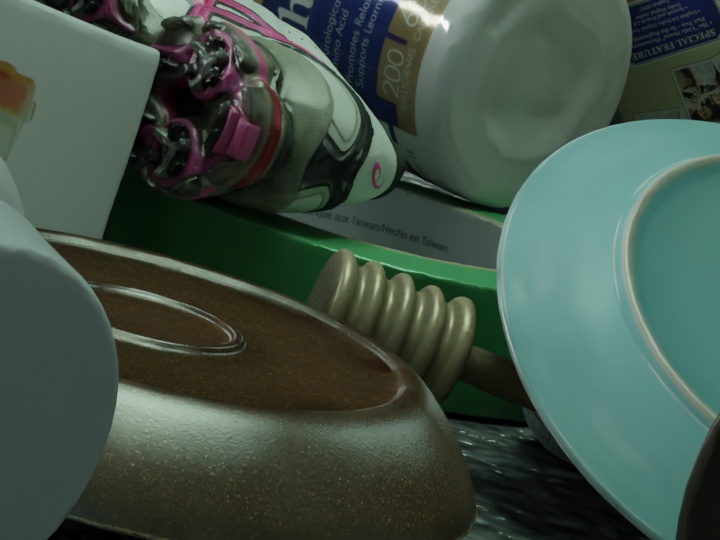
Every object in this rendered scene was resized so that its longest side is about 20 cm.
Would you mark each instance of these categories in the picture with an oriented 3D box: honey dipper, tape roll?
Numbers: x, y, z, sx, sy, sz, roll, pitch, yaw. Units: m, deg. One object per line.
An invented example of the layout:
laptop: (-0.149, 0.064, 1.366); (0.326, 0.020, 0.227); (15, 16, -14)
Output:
honey dipper: (0.077, 0.045, 0.851); (0.200, 0.038, 0.038); (21, 9, -14)
tape roll: (0.000, 0.000, 1.002); (0.200, 0.048, 0.200); (15, 11, -3)

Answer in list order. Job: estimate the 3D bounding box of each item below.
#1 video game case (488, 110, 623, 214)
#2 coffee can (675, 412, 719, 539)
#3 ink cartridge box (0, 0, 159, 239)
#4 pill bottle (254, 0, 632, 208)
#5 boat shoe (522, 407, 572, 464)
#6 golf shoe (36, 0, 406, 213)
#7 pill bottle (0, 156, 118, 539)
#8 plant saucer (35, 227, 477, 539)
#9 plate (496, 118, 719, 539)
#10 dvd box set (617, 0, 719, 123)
video game case: (0.126, -0.091, 1.187); (0.200, 0.143, 0.019); (-14, 18, 23)
coffee can: (0.164, 0.058, 0.658); (0.146, 0.146, 0.200); (18, 10, 14)
ink cartridge box: (-0.188, -0.074, 0.883); (0.145, 0.083, 0.200); (18, -2, 44)
pill bottle: (0.006, -0.109, 1.129); (0.111, 0.111, 0.200); (5, 17, -46)
boat shoe: (0.129, -0.009, 0.932); (0.200, 0.069, 0.072); (-30, 63, -34)
golf shoe: (-0.065, -0.071, 0.973); (0.092, 0.073, 0.200); (15, 18, -41)
pill bottle: (-0.147, -0.011, 0.619); (0.114, 0.114, 0.200); (5, 25, -44)
plant saucer: (-0.061, 0.025, 0.729); (0.200, 0.032, 0.200); (15, 11, -3)
plate: (0.138, 0.022, 0.841); (0.200, 0.026, 0.200); (15, 45, -15)
dvd box set: (0.172, -0.096, 1.127); (0.146, 0.200, 0.029); (-17, 26, 24)
